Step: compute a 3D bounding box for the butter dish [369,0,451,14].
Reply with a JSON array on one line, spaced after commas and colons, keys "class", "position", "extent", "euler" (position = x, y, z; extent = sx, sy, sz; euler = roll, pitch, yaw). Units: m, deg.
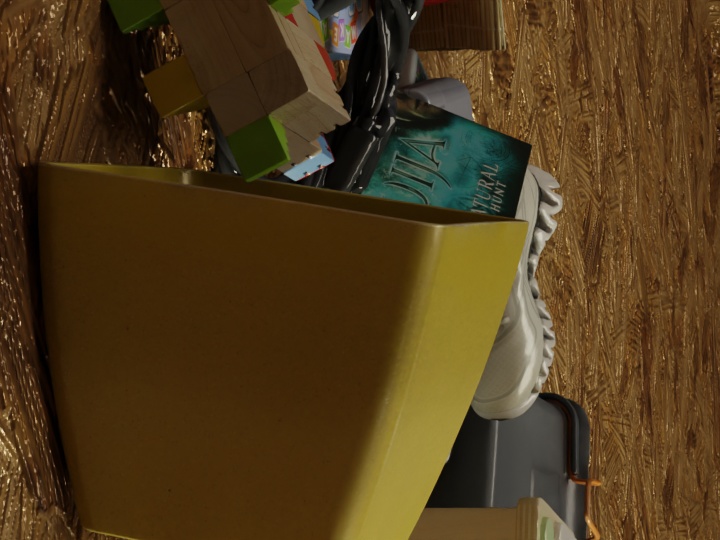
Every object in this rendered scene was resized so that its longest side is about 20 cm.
[{"class": "butter dish", "position": [0.073, -0.261, 1.551], "extent": [0.200, 0.148, 0.200], "euler": [-131, -140, -81]}]

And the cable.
[{"class": "cable", "position": [-0.027, -0.122, 1.361], "extent": [0.163, 0.051, 0.200], "euler": [21, 95, -58]}]

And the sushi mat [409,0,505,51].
[{"class": "sushi mat", "position": [0.056, -0.256, 1.658], "extent": [0.012, 0.096, 0.200], "euler": [-26, 115, -52]}]

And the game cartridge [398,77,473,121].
[{"class": "game cartridge", "position": [0.058, -0.039, 1.670], "extent": [0.133, 0.041, 0.200], "euler": [-38, 125, -75]}]

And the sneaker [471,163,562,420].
[{"class": "sneaker", "position": [0.094, 0.008, 1.627], "extent": [0.081, 0.075, 0.200], "euler": [36, 51, -53]}]

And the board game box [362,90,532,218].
[{"class": "board game box", "position": [0.033, -0.042, 1.492], "extent": [0.200, 0.135, 0.028], "euler": [-73, -173, -50]}]

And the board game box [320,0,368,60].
[{"class": "board game box", "position": [-0.033, -0.236, 1.452], "extent": [0.151, 0.037, 0.200], "euler": [-12, 101, -74]}]

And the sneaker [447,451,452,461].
[{"class": "sneaker", "position": [0.042, 0.070, 1.586], "extent": [0.115, 0.076, 0.201], "euler": [32, 80, -80]}]

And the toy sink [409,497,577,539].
[{"class": "toy sink", "position": [0.087, 0.217, 1.524], "extent": [0.130, 0.200, 0.112], "euler": [46, 45, -66]}]

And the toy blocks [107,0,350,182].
[{"class": "toy blocks", "position": [-0.060, -0.134, 1.215], "extent": [0.200, 0.100, 0.137], "euler": [65, 10, 13]}]

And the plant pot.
[{"class": "plant pot", "position": [-0.043, 0.048, 1.135], "extent": [0.200, 0.200, 0.177], "euler": [-7, 105, -74]}]

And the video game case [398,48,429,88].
[{"class": "video game case", "position": [0.044, -0.036, 1.722], "extent": [0.182, 0.023, 0.200], "euler": [60, 33, -59]}]

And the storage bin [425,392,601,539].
[{"class": "storage bin", "position": [0.095, 0.170, 1.697], "extent": [0.134, 0.145, 0.200], "euler": [40, 50, -56]}]
